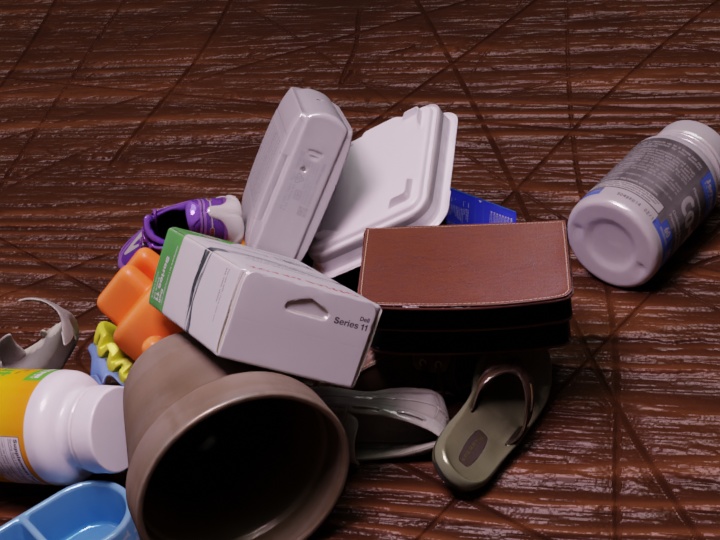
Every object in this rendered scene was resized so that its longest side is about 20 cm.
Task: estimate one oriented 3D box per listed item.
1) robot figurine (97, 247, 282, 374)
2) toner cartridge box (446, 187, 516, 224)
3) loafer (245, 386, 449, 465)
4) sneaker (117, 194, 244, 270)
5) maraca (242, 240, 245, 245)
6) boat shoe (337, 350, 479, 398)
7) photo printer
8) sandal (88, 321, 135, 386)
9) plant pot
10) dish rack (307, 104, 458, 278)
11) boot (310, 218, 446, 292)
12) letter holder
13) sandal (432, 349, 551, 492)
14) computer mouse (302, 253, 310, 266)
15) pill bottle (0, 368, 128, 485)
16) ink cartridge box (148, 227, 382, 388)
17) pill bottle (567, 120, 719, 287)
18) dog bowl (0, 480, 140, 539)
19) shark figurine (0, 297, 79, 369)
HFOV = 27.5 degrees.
[{"bbox_3d":[-0.170,0.068,1.495,0.117,0.200,0.144,-51,6,-6],"label":"robot figurine"},{"bbox_3d":[0.120,-0.010,1.610,0.095,0.043,0.200,21,35,-8],"label":"toner cartridge box"},{"bbox_3d":[-0.014,0.152,1.419,0.199,0.070,0.070,-7,26,3],"label":"loafer"},{"bbox_3d":[-0.204,-0.040,1.545,0.083,0.081,0.200,8,-22,-38],"label":"sneaker"},{"bbox_3d":[-0.163,0.000,1.647,0.137,0.107,0.200,-11,48,-30],"label":"maraca"},{"bbox_3d":[0.075,0.093,1.480,0.199,0.072,0.068,-15,33,-12],"label":"boat shoe"},{"bbox_3d":[-0.071,-0.104,1.549,0.069,0.167,0.200,20,12,-12],"label":"photo printer"},{"bbox_3d":[-0.235,0.144,1.498,0.087,0.079,0.200,-48,45,9],"label":"sandal"},{"bbox_3d":[-0.136,0.149,1.338,0.199,0.201,0.174,-22,37,-17],"label":"plant pot"},{"bbox_3d":[0.017,-0.092,1.546,0.171,0.044,0.200,-24,34,28],"label":"dish rack"},{"bbox_3d":[0.000,0.000,1.559,0.168,0.076,0.200,-35,12,38],"label":"boot"},{"bbox_3d":[0.102,0.033,1.409,0.199,0.101,0.142,-2,31,5],"label":"letter holder"},{"bbox_3d":[0.136,0.128,1.404,0.080,0.057,0.201,33,49,0],"label":"sandal"},{"bbox_3d":[-0.099,-0.008,1.608,0.034,0.059,0.200,-32,0,16],"label":"computer mouse"},{"bbox_3d":[-0.313,0.151,1.430,0.199,0.111,0.111,-1,34,30],"label":"pill bottle"},{"bbox_3d":[-0.092,0.032,1.355,0.146,0.083,0.200,16,5,-27],"label":"ink cartridge box"},{"bbox_3d":[0.325,-0.079,1.628,0.114,0.114,0.200,18,44,34],"label":"pill bottle"},{"bbox_3d":[-0.285,0.262,1.346,0.200,0.050,0.111,-30,39,-27],"label":"dog bowl"},{"bbox_3d":[-0.327,0.101,1.546,0.128,0.214,0.090,-4,64,-46],"label":"shark figurine"}]
